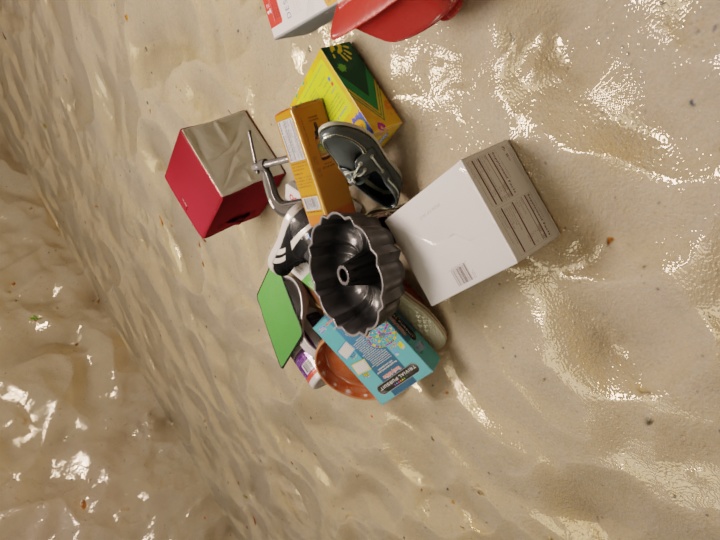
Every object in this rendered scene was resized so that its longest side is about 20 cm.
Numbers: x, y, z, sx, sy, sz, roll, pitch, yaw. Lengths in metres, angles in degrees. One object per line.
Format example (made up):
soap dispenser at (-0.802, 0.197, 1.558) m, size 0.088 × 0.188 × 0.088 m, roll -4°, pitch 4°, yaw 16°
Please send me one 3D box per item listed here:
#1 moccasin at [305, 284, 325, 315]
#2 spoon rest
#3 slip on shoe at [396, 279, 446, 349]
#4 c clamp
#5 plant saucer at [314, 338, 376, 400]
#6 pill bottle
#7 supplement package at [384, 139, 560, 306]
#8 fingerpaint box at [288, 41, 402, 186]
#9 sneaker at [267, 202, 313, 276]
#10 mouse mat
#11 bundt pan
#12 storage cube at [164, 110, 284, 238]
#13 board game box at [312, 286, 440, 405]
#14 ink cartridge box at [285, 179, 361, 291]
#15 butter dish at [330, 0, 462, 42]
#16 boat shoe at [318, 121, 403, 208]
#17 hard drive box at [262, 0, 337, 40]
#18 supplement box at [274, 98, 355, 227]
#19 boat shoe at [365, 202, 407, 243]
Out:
moccasin at (-0.052, 0.078, 1.276) m, size 0.201 × 0.073 × 0.078 m, roll 39°, pitch 153°, yaw 23°
spoon rest at (-0.125, 0.102, 1.290) m, size 0.202 × 0.060 × 0.100 m, roll 58°, pitch 140°, yaw 15°
slip on shoe at (0.087, 0.062, 1.106) m, size 0.200 × 0.061 × 0.074 m, roll 45°, pitch 128°, yaw 2°
c clamp at (-0.145, -0.182, 1.125) m, size 0.198 × 0.027 × 0.174 m, roll 7°, pitch 113°, yaw 46°
plant saucer at (0.004, 0.188, 1.233) m, size 0.196 × 0.033 × 0.203 m, roll 5°, pitch 128°, yaw 7°
pill bottle at (-0.119, 0.158, 1.372) m, size 0.201 × 0.110 × 0.112 m, roll 53°, pitch 143°, yaw 18°
supplement package at (0.159, -0.064, 0.887) m, size 0.158 × 0.110 × 0.199 m, roll 60°, pitch 145°, yaw 3°
fingerpaint box at (-0.039, -0.257, 1.040) m, size 0.168 × 0.073 × 0.200 m, roll 57°, pitch 144°, yaw 8°
sneaker at (-0.109, -0.024, 1.134) m, size 0.112 × 0.073 × 0.201 m, roll 42°, pitch 144°, yaw 13°
mouse mat at (-0.183, 0.097, 1.337) m, size 0.162 × 0.007 × 0.203 m, roll -56°, pitch 49°, yaw 46°
bundt pan at (0.000, 0.000, 0.971) m, size 0.200 × 0.075 × 0.206 m, roll 24°, pitch 121°, yaw 47°
storage cube at (-0.301, -0.211, 1.313) m, size 0.202 × 0.170 × 0.180 m, roll 57°, pitch 143°, yaw 7°
board game box at (0.028, 0.134, 1.112) m, size 0.200 × 0.047 × 0.151 m, roll 48°, pitch 128°, yaw -2°
ink cartridge box at (-0.081, -0.069, 1.203) m, size 0.145 × 0.083 × 0.203 m, roll 37°, pitch 137°, yaw 30°
butter dish at (0.075, -0.381, 0.774) m, size 0.198 × 0.146 × 0.203 m, roll -7°, pitch 63°, yaw 52°
boat shoe at (0.006, -0.165, 0.957) m, size 0.072 × 0.199 × 0.063 m, roll -17°, pitch 58°, yaw 31°
hard drive box at (-0.080, -0.477, 0.948) m, size 0.198 × 0.076 × 0.159 m, roll -1°, pitch 111°, yaw 52°
supplement box at (-0.076, -0.180, 1.018) m, size 0.068 × 0.066 × 0.204 m, roll 5°, pitch 115°, yaw 53°
boat shoe at (0.035, -0.074, 1.061) m, size 0.201 × 0.074 × 0.076 m, roll -20°, pitch 97°, yaw 57°
